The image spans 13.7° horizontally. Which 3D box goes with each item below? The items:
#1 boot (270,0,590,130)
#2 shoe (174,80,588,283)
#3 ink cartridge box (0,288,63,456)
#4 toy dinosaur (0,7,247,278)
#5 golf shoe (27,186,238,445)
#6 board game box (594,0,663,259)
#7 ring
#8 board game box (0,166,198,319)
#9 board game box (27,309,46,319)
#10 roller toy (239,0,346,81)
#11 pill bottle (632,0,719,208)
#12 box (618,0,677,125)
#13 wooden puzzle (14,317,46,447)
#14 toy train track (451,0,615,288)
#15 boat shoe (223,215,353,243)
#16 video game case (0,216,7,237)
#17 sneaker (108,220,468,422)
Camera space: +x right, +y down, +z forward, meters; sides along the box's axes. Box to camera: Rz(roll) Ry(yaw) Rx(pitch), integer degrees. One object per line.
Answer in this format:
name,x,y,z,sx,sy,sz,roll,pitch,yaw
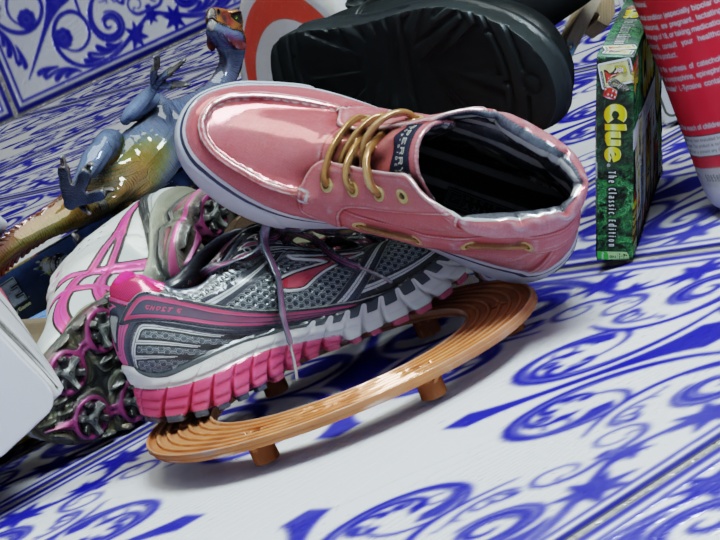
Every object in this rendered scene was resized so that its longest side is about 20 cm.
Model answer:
boot,0.067,-0.125,1.504,0.198,0.074,0.162,3,26,45
shoe,0.010,-0.053,1.399,0.199,0.072,0.091,18,-17,2
ink cartridge box,-0.244,0.057,1.532,0.146,0.083,0.200,-43,20,-3
toy dinosaur,-0.134,-0.085,1.800,0.199,0.105,0.182,-11,29,26
golf shoe,-0.135,0.027,1.606,0.092,0.073,0.200,-4,31,36
board game box,0.142,-0.079,1.568,0.023,0.105,0.200,-1,15,10
ring,-0.007,0.052,1.429,0.200,0.019,0.200,-22,9,4
board game box,-0.177,0.000,1.883,0.200,0.035,0.135,-31,-3,-7
board game box,-0.085,0.004,1.783,0.200,0.045,0.152,-30,11,-36
roller toy,0.025,-0.130,1.881,0.139,0.201,0.182,-26,21,-29
pill bottle,0.193,-0.141,1.498,0.112,0.201,0.112,-21,10,4
box,0.216,-0.175,1.897,0.060,0.117,0.200,-18,11,19
wooden puzzle,-0.231,0.089,1.673,0.200,0.037,0.185,-35,17,-31
toy train track,0.091,-0.060,1.558,0.200,0.032,0.115,-63,9,-19
boat shoe,0.017,-0.041,1.564,0.202,0.075,0.075,-38,20,-24
video game case,-0.296,0.027,1.701,0.183,0.023,0.200,-55,-18,3
sneaker,-0.027,0.004,1.458,0.199,0.075,0.081,-25,10,-21
